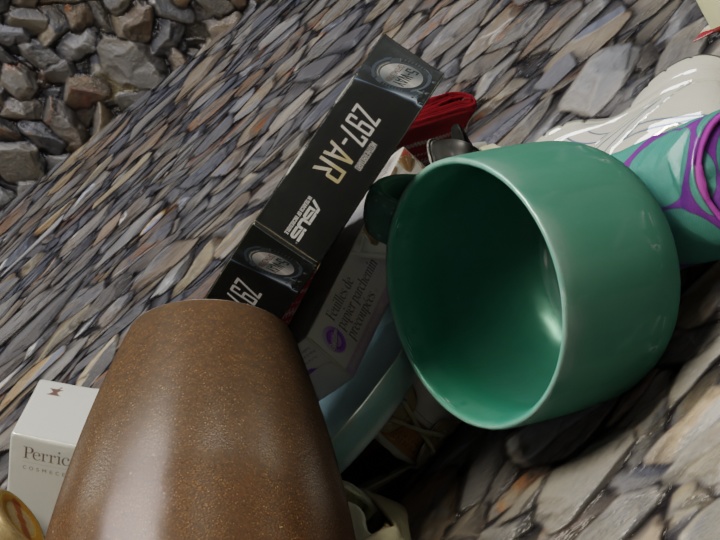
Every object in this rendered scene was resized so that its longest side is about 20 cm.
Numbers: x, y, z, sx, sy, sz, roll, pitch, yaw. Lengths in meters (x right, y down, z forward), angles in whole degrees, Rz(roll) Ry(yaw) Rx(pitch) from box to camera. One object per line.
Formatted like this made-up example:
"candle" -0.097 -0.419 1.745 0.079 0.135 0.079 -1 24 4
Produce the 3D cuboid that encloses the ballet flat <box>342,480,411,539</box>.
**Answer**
"ballet flat" -0.005 0.153 1.418 0.069 0.069 0.200 -44 13 -5

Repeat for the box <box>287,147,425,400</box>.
"box" 0.000 0.000 1.503 0.041 0.039 0.200 -38 17 38

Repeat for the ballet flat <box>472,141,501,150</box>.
"ballet flat" 0.094 -0.057 1.751 0.067 0.071 0.200 -5 8 -15

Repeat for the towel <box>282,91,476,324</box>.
"towel" -0.003 -0.040 1.743 0.144 0.022 0.200 -18 -34 -43

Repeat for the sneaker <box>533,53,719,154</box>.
"sneaker" 0.165 -0.063 1.591 0.200 0.075 0.087 -36 21 29

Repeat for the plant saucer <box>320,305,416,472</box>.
"plant saucer" -0.024 0.084 1.478 0.200 0.027 0.200 -44 15 15

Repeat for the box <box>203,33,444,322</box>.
"box" -0.038 -0.023 1.417 0.160 0.043 0.200 -57 2 -36

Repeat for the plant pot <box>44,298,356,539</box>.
"plant pot" -0.083 0.123 1.310 0.187 0.187 0.200 -30 49 42

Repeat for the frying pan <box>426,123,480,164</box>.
"frying pan" 0.087 -0.044 1.596 0.031 0.115 0.190 -32 2 15

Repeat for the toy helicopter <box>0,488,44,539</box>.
"toy helicopter" -0.162 0.210 1.390 0.079 0.200 0.132 -39 -11 13

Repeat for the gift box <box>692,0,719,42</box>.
"gift box" 0.284 -0.256 1.581 0.200 0.187 0.184 -34 8 -36

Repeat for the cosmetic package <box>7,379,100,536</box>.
"cosmetic package" -0.162 0.175 1.496 0.071 0.101 0.200 -70 -12 -63

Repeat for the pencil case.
"pencil case" 0.168 -0.032 1.451 0.092 0.085 0.200 -5 -10 -35

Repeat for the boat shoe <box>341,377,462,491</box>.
"boat shoe" 0.028 0.090 1.521 0.200 0.075 0.068 -39 25 26

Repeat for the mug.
"mug" 0.098 -0.009 1.378 0.114 0.185 0.152 -11 -25 -36

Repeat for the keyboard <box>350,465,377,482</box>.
"keyboard" -0.045 0.155 1.621 0.200 0.021 0.127 -45 14 -12
